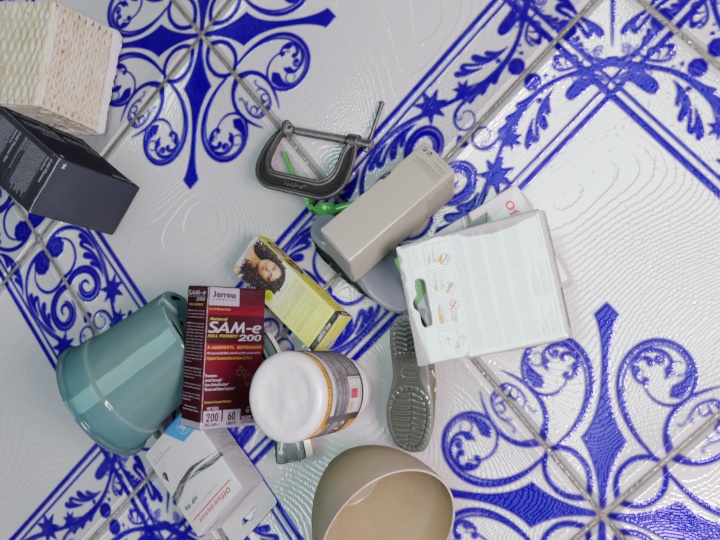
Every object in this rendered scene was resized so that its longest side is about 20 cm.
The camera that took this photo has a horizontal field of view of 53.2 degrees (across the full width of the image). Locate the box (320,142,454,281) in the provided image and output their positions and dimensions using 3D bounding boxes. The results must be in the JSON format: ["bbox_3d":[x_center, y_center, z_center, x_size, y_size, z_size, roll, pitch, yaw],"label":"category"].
[{"bbox_3d":[0.041,-0.082,1.016,0.199,0.083,0.069,-39,69,-11],"label":"box"}]

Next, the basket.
[{"bbox_3d":[-0.570,-0.368,1.304,0.194,0.160,0.206,8,86,24],"label":"basket"}]

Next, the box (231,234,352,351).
[{"bbox_3d":[-0.109,0.035,1.121,0.199,0.050,0.076,41,100,21],"label":"box"}]

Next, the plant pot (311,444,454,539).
[{"bbox_3d":[0.012,0.321,0.981,0.203,0.198,0.134,-60,32,6],"label":"plant pot"}]

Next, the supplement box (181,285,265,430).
[{"bbox_3d":[-0.202,0.127,1.069,0.060,0.107,0.206,-2,85,46],"label":"supplement box"}]

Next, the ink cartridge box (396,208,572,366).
[{"bbox_3d":[0.156,0.026,0.921,0.196,0.050,0.165,-15,80,24],"label":"ink cartridge box"}]

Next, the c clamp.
[{"bbox_3d":[-0.070,-0.191,1.133,0.195,0.027,0.175,8,73,22],"label":"c clamp"}]

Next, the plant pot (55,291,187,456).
[{"bbox_3d":[-0.336,0.150,1.140,0.194,0.200,0.202,-36,72,6],"label":"plant pot"}]

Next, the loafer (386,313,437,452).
[{"bbox_3d":[0.082,0.157,1.017,0.074,0.069,0.206,8,104,27],"label":"loafer"}]

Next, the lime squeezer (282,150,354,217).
[{"bbox_3d":[-0.064,-0.122,1.125,0.197,0.038,0.072,28,98,25],"label":"lime squeezer"}]

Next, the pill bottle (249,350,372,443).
[{"bbox_3d":[-0.061,0.171,1.003,0.114,0.199,0.120,-3,83,22],"label":"pill bottle"}]

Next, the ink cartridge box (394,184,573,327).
[{"bbox_3d":[0.169,0.001,0.986,0.198,0.084,0.148,-32,74,16],"label":"ink cartridge box"}]

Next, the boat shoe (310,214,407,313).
[{"bbox_3d":[0.000,0.000,1.072,0.199,0.067,0.070,38,64,17],"label":"boat shoe"}]

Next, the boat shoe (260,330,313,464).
[{"bbox_3d":[-0.129,0.193,1.092,0.060,0.073,0.204,-17,81,-12],"label":"boat shoe"}]

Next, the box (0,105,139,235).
[{"bbox_3d":[-0.522,-0.168,1.238,0.181,0.199,0.105,36,96,23],"label":"box"}]

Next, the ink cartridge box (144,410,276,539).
[{"bbox_3d":[-0.236,0.327,1.134,0.116,0.068,0.200,-47,70,12],"label":"ink cartridge box"}]
